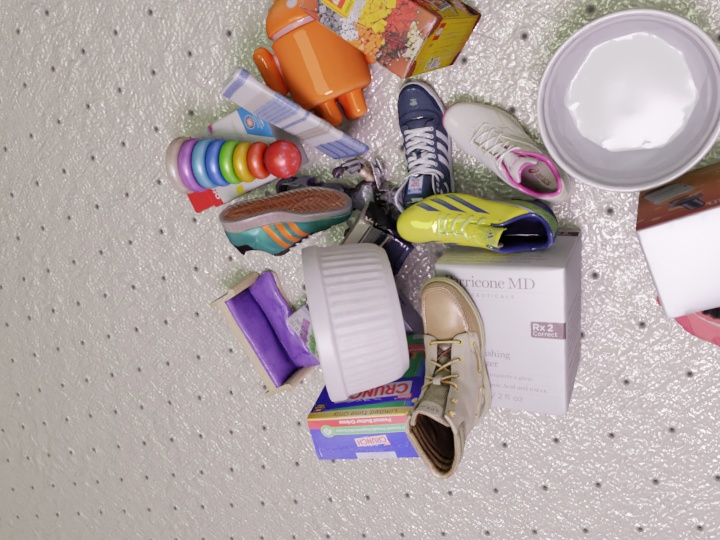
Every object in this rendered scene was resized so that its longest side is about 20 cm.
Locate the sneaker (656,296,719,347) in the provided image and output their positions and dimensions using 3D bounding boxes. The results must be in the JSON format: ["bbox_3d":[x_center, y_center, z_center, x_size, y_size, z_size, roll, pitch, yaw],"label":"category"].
[{"bbox_3d":[0.466,0.067,0.827,0.200,0.074,0.087,35,162,-6],"label":"sneaker"}]

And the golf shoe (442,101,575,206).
[{"bbox_3d":[0.190,-0.156,0.840,0.200,0.092,0.075,36,109,9],"label":"golf shoe"}]

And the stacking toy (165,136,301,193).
[{"bbox_3d":[-0.178,-0.157,0.950,0.200,0.085,0.086,1,110,18],"label":"stacking toy"}]

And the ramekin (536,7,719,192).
[{"bbox_3d":[0.315,-0.199,0.761,0.200,0.105,0.200,9,114,22],"label":"ramekin"}]

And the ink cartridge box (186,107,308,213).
[{"bbox_3d":[-0.196,-0.179,1.028,0.200,0.067,0.116,-20,100,29],"label":"ink cartridge box"}]

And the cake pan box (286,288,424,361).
[{"bbox_3d":[0.000,0.096,1.055,0.184,0.052,0.200,-37,91,29],"label":"cake pan box"}]

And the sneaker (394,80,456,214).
[{"bbox_3d":[0.082,-0.153,0.885,0.070,0.108,0.200,-6,107,26],"label":"sneaker"}]

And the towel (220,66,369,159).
[{"bbox_3d":[-0.093,-0.210,0.887,0.200,0.147,0.024,27,87,-19],"label":"towel"}]

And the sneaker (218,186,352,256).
[{"bbox_3d":[-0.102,-0.067,0.954,0.200,0.071,0.080,-6,132,15],"label":"sneaker"}]

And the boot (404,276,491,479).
[{"bbox_3d":[0.097,0.121,0.765,0.072,0.155,0.200,-7,106,28],"label":"boot"}]

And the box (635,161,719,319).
[{"bbox_3d":[0.401,-0.048,0.724,0.152,0.200,0.106,-19,101,29],"label":"box"}]

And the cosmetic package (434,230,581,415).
[{"bbox_3d":[0.205,0.060,0.877,0.165,0.165,0.200,1,110,25],"label":"cosmetic package"}]

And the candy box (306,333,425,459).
[{"bbox_3d":[0.038,0.172,0.918,0.169,0.200,0.077,-8,115,21],"label":"candy box"}]

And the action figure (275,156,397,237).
[{"bbox_3d":[-0.029,-0.105,0.980,0.200,0.069,0.130,-1,106,23],"label":"action figure"}]

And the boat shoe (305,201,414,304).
[{"bbox_3d":[0.000,0.000,0.956,0.093,0.075,0.200,31,126,-8],"label":"boat shoe"}]

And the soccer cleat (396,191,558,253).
[{"bbox_3d":[0.144,-0.055,0.810,0.200,0.084,0.065,0,121,7],"label":"soccer cleat"}]

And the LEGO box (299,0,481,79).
[{"bbox_3d":[0.044,-0.313,0.787,0.149,0.200,0.077,37,121,7],"label":"LEGO box"}]

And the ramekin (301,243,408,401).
[{"bbox_3d":[-0.005,0.059,0.839,0.105,0.200,0.200,-11,107,-2],"label":"ramekin"}]

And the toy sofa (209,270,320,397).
[{"bbox_3d":[-0.157,0.106,1.113,0.098,0.083,0.200,-26,97,32],"label":"toy sofa"}]

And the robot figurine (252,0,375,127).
[{"bbox_3d":[-0.059,-0.295,0.889,0.144,0.117,0.200,-16,102,28],"label":"robot figurine"}]
